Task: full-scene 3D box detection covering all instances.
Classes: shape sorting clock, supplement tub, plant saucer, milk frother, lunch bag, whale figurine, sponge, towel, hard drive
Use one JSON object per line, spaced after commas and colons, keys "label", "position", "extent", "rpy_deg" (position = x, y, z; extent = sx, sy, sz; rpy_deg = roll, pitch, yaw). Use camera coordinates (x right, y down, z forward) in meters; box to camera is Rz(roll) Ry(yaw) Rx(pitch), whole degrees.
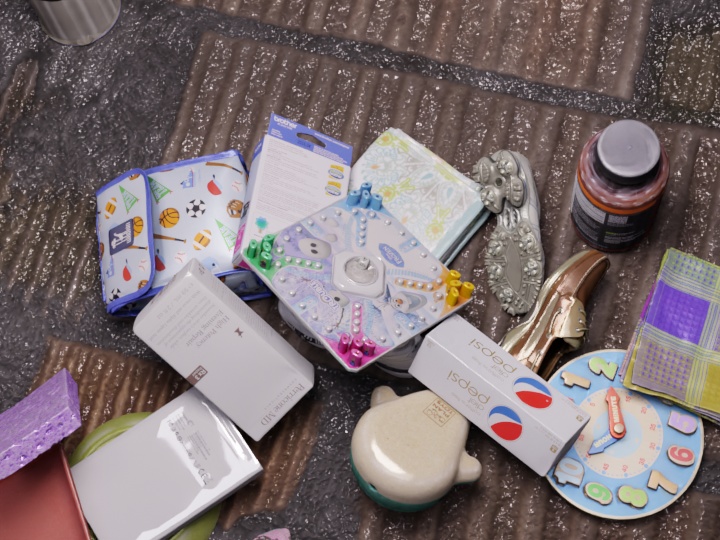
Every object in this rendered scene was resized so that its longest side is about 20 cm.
{"label": "shape sorting clock", "position": [0.298, 0.188, 1.567], "extent": [0.199, 0.039, 0.201], "rpy_deg": [-2, 70, 5]}
{"label": "supplement tub", "position": [0.305, -0.102, 1.585], "extent": [0.107, 0.200, 0.107], "rpy_deg": [-1, 70, 4]}
{"label": "plant saucer", "position": [-0.263, 0.262, 1.595], "extent": [0.199, 0.031, 0.201], "rpy_deg": [-1, 71, 4]}
{"label": "milk frother", "position": [-0.348, -0.417, 1.762], "extent": [0.199, 0.188, 0.181], "rpy_deg": [1, 71, 5]}
{"label": "lunch bag", "position": [-0.224, -0.040, 1.651], "extent": [0.199, 0.124, 0.170], "rpy_deg": [-11, 69, 6]}
{"label": "plant saucer", "position": [-0.388, 0.315, 1.553], "extent": [0.200, 0.037, 0.200], "rpy_deg": [-29, 69, 18]}
{"label": "whale figurine", "position": [0.073, 0.197, 1.567], "extent": [0.159, 0.104, 0.200], "rpy_deg": [37, 53, 16]}
{"label": "sponge", "position": [-0.377, 0.175, 1.555], "extent": [0.111, 0.200, 0.030], "rpy_deg": [-35, 105, -6]}
{"label": "towel", "position": [0.399, 0.076, 1.592], "extent": [0.143, 0.023, 0.200], "rpy_deg": [23, 66, 7]}
{"label": "towel", "position": [0.045, -0.064, 1.678], "extent": [0.171, 0.048, 0.200], "rpy_deg": [37, 77, 19]}
{"label": "hard drive", "position": [-0.230, 0.236, 1.570], "extent": [0.200, 0.027, 0.132], "rpy_deg": [-33, 70, -7]}

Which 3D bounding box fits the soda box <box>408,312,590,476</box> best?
{"label": "soda box", "position": [0.157, 0.140, 1.535], "extent": [0.200, 0.064, 0.068], "rpy_deg": [37, 39, 17]}

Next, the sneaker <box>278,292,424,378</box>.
{"label": "sneaker", "position": [-0.010, 0.056, 1.601], "extent": [0.200, 0.115, 0.075], "rpy_deg": [24, 73, 13]}

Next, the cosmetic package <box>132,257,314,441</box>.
{"label": "cosmetic package", "position": [-0.156, 0.092, 1.565], "extent": [0.200, 0.074, 0.102], "rpy_deg": [43, 100, -12]}

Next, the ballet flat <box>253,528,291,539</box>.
{"label": "ballet flat", "position": [-0.049, 0.374, 1.523], "extent": [0.071, 0.069, 0.200], "rpy_deg": [-28, 69, -26]}

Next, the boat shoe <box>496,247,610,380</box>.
{"label": "boat shoe", "position": [0.234, 0.068, 1.594], "extent": [0.074, 0.076, 0.200], "rpy_deg": [36, 86, 31]}

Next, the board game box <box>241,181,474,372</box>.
{"label": "board game box", "position": [0.000, 0.000, 1.545], "extent": [0.200, 0.026, 0.200], "rpy_deg": [-29, 64, -35]}

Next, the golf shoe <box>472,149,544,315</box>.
{"label": "golf shoe", "position": [0.198, -0.049, 1.643], "extent": [0.078, 0.097, 0.201], "rpy_deg": [-3, 95, 34]}

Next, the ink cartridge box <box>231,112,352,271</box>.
{"label": "ink cartridge box", "position": [-0.079, -0.081, 1.618], "extent": [0.119, 0.042, 0.200], "rpy_deg": [20, 61, -19]}
